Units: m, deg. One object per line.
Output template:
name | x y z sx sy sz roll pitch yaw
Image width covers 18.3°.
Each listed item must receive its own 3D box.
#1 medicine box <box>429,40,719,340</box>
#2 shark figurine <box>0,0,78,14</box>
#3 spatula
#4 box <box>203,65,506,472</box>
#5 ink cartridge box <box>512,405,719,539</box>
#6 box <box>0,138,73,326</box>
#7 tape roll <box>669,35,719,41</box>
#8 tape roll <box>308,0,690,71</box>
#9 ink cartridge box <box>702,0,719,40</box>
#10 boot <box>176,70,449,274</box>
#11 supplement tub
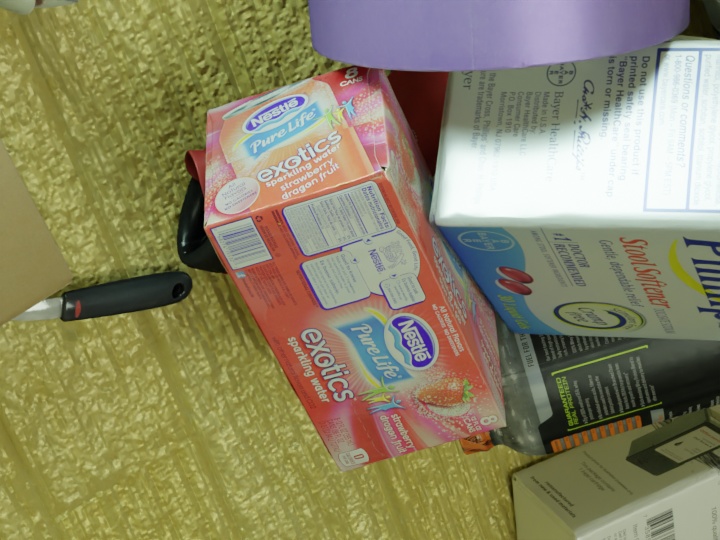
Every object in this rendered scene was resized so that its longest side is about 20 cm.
medicine box | 0.158 -0.038 1.188 0.182 0.199 0.104 50 45 -64
shark figurine | -0.194 -0.197 1.053 0.127 0.215 0.090 5 71 -5
spatula | -0.180 0.020 1.221 0.199 0.021 0.057 -6 117 -30
box | 0.000 0.000 1.184 0.102 0.095 0.201 -16 132 13
ink cartridge box | 0.210 0.177 1.500 0.199 0.084 0.146 -21 123 -21
box | -0.259 -0.002 1.121 0.199 0.021 0.164 -33 135 -12
tape roll | 0.187 -0.083 1.286 0.202 0.202 0.037 19 73 -36
tape roll | 0.070 -0.165 1.158 0.199 0.200 0.086 -12 109 -26
ink cartridge box | 0.283 -0.168 1.313 0.144 0.084 0.200 -49 160 1
boot | -0.016 -0.073 1.245 0.144 0.072 0.201 23 104 -36
supplement tub | 0.144 0.037 1.337 0.199 0.123 0.123 -16 124 3
